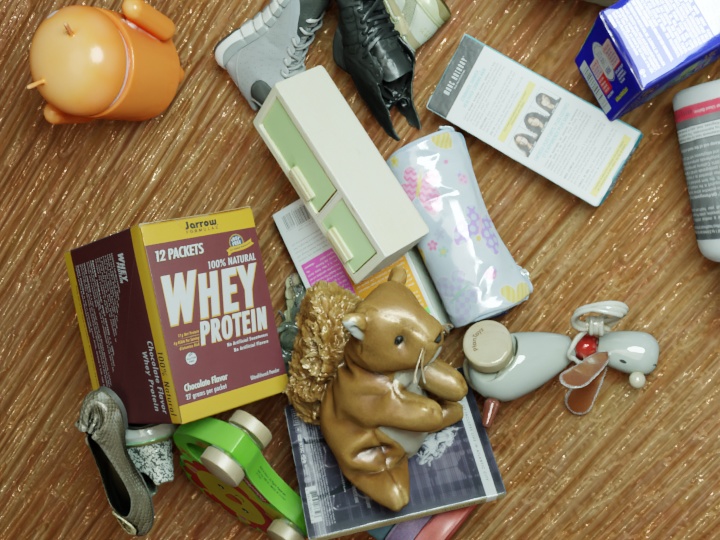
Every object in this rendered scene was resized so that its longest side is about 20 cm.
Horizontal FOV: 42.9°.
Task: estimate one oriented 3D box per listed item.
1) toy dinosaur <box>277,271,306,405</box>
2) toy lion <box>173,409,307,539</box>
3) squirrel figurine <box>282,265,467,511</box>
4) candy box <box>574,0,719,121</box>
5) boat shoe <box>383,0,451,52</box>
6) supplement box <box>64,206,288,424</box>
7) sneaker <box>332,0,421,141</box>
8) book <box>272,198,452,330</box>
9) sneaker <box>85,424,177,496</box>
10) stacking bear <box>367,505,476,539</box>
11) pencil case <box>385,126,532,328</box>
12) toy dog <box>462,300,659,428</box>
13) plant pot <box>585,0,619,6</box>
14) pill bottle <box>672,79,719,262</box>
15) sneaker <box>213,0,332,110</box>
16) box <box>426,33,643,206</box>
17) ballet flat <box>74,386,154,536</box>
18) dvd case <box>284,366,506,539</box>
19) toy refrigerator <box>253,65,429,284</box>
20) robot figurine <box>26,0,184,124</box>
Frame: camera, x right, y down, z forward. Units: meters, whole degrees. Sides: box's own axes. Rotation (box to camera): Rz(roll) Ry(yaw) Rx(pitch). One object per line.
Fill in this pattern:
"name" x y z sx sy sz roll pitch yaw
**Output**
"toy dinosaur" -0.092 0.106 1.044 0.087 0.047 0.203 -3 98 14
"toy lion" -0.137 0.227 1.004 0.190 0.069 0.201 5 138 46
"squirrel figurine" 0.003 0.086 0.871 0.199 0.141 0.188 25 138 30
"candy box" 0.292 -0.217 0.769 0.199 0.169 0.078 -29 87 6
"boat shoe" 0.009 -0.317 0.942 0.063 0.073 0.201 -41 89 17
"supplement box" -0.202 0.052 0.987 0.199 0.132 0.200 -12 91 51
"sneaker" 0.018 -0.228 0.906 0.060 0.201 0.104 -33 61 -19
"book" 0.000 0.000 0.996 0.133 0.048 0.202 -27 84 22
"sneaker" -0.266 0.221 1.066 0.199 0.076 0.090 -26 75 57
"stacking bear" 0.020 0.215 0.982 0.200 0.113 0.122 40 108 17
"pencil case" 0.098 -0.043 0.932 0.090 0.083 0.202 -27 86 22
"toy dog" 0.187 0.106 0.901 0.198 0.132 0.097 -12 63 30
"plant pot" 0.238 -0.306 0.821 0.199 0.093 0.202 -19 45 21
"pill bottle" 0.351 -0.071 0.817 0.109 0.111 0.203 -10 92 21
"sneaker" -0.062 -0.234 0.975 0.199 0.075 0.116 -26 94 41
"box" 0.171 -0.149 0.909 0.199 0.049 0.083 33 106 14
"ballet flat" -0.267 0.215 0.986 0.067 0.046 0.202 17 127 29
"dvd case" 0.031 0.183 0.931 0.197 0.016 0.150 -12 52 -5
"toy refrigerator" -0.024 -0.094 0.917 0.201 0.070 0.076 57 148 5
"robot figurine" -0.273 -0.223 0.990 0.142 0.200 0.118 -4 95 22
